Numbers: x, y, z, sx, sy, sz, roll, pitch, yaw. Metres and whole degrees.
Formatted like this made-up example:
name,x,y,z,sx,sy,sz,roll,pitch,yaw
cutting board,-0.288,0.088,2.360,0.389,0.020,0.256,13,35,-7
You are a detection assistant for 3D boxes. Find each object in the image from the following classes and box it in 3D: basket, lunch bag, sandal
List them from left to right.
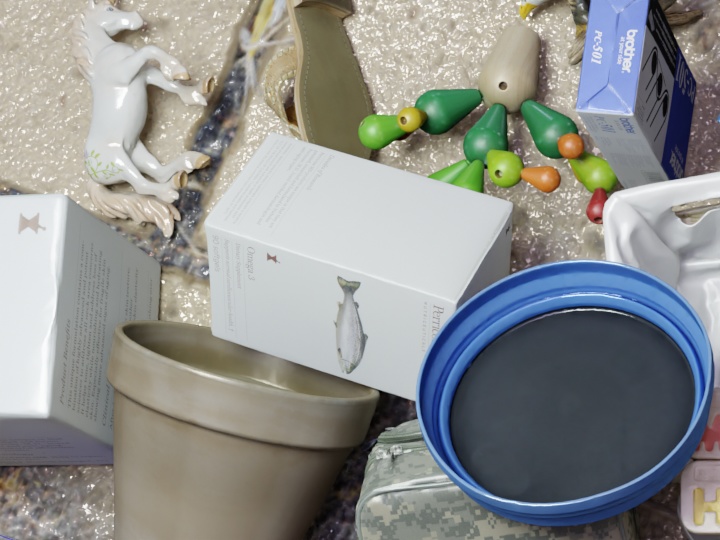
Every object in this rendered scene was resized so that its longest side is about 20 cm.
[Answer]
name,x,y,z,sx,sy,sz,roll,pitch,yaw
sandal,-0.044,-0.149,1.852,0.070,0.077,0.213,-29,58,41
lunch bag,0.099,0.163,1.668,0.199,0.168,0.140,-10,109,13
basket,0.255,0.044,1.668,0.135,0.123,0.201,-10,74,13

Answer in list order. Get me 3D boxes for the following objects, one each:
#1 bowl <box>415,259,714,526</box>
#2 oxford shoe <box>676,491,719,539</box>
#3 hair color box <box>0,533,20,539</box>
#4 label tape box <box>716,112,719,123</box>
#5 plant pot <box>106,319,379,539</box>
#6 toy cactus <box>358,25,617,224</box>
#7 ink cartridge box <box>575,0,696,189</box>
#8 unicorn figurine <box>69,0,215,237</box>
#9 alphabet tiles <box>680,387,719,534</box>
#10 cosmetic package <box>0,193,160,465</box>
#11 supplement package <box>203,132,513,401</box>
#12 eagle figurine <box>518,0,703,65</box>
name,x,y,z,sx,sy,sz,roll,pitch,yaw
bowl,0.138,0.082,1.571,0.200,0.039,0.201,-10,49,12
oxford shoe,0.295,0.196,1.590,0.200,0.058,0.075,38,82,31
hair color box,-0.241,0.256,1.717,0.065,0.200,0.110,17,81,19
label tape box,0.363,-0.168,1.724,0.144,0.063,0.201,21,82,20
plant pot,-0.102,0.145,1.729,0.199,0.200,0.174,17,99,20
toy cactus,0.106,-0.105,1.783,0.199,0.102,0.166,7,59,21
ink cartridge box,0.199,-0.124,1.688,0.044,0.200,0.094,5,77,18
unicorn figurine,-0.180,-0.136,1.870,0.137,0.074,0.201,11,85,30
alphabet tiles,0.310,0.125,1.558,0.199,0.015,0.197,0,76,15
cosmetic package,-0.263,0.049,1.780,0.166,0.200,0.168,-1,74,16
supplement package,0.000,0.000,1.733,0.199,0.117,0.117,17,45,18
eagle figurine,0.144,-0.251,1.775,0.151,0.152,0.200,-37,72,19
